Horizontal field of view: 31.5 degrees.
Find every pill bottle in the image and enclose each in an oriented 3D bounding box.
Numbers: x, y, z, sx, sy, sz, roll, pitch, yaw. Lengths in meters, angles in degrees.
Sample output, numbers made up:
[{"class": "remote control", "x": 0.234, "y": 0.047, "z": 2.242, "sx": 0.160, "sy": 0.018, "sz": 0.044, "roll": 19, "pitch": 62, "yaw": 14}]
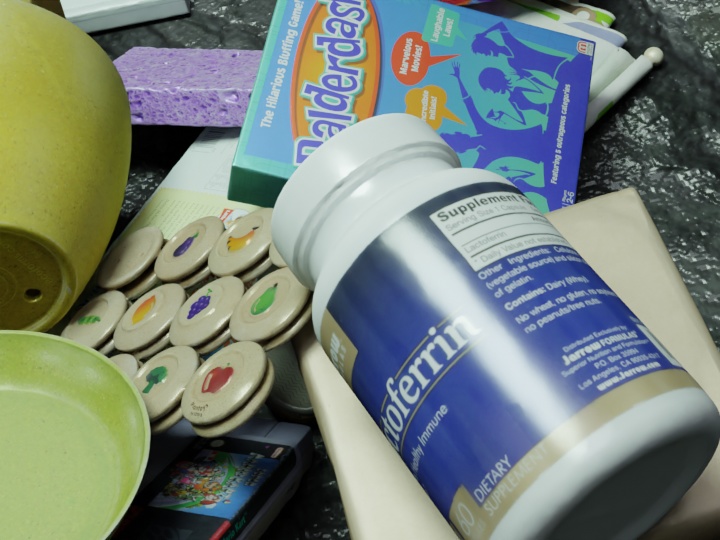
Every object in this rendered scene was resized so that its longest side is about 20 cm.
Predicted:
[{"class": "pill bottle", "x": 0.050, "y": 0.029, "z": 0.555, "sx": 0.116, "sy": 0.116, "sz": 0.200, "roll": -31, "pitch": 58, "yaw": -12}]

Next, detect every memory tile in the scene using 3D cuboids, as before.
[{"class": "memory tile", "x": -0.099, "y": 0.025, "z": 0.688, "sx": 0.200, "sy": 0.017, "sz": 0.154, "roll": -8, "pitch": 43, "yaw": 43}]

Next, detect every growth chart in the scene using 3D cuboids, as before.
[{"class": "growth chart", "x": 0.109, "y": -0.162, "z": 0.891, "sx": 0.145, "sy": 0.018, "sz": 0.200, "roll": -37, "pitch": 53, "yaw": -28}]

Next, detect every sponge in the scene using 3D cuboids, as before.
[{"class": "sponge", "x": -0.088, "y": -0.126, "z": 0.877, "sx": 0.199, "sy": 0.030, "sz": 0.112, "roll": 4, "pitch": 23, "yaw": 15}]

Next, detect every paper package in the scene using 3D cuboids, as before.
[{"class": "paper package", "x": 0.079, "y": 0.081, "z": 0.647, "sx": 0.199, "sy": 0.104, "sz": 0.191, "roll": -18, "pitch": 58, "yaw": -1}]

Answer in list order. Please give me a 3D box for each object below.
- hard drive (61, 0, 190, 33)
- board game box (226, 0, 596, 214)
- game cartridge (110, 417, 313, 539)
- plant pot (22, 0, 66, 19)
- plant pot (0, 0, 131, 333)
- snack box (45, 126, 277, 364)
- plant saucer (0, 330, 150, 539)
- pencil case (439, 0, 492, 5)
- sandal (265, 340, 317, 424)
[{"class": "hard drive", "x": -0.238, "y": -0.237, "z": 1.032, "sx": 0.199, "sy": 0.026, "sz": 0.132, "roll": -11, "pitch": 51, "yaw": 5}, {"class": "board game box", "x": 0.034, "y": -0.092, "z": 0.770, "sx": 0.199, "sy": 0.045, "sz": 0.153, "roll": 13, "pitch": 63, "yaw": -3}, {"class": "game cartridge", "x": -0.112, "y": 0.119, "z": 0.649, "sx": 0.129, "sy": 0.039, "sz": 0.200, "roll": 2, "pitch": 17, "yaw": 17}, {"class": "plant pot", "x": -0.301, "y": -0.133, "z": 0.864, "sx": 0.199, "sy": 0.195, "sz": 0.196, "roll": -5, "pitch": 51, "yaw": 2}, {"class": "plant pot", "x": -0.225, "y": -0.039, "z": 0.750, "sx": 0.199, "sy": 0.200, "sz": 0.142, "roll": -18, "pitch": 48, "yaw": -3}, {"class": "snack box", "x": -0.097, "y": -0.012, "z": 0.801, "sx": 0.116, "sy": 0.037, "sz": 0.200, "roll": 11, "pitch": 54, "yaw": 36}, {"class": "plant saucer", "x": -0.193, "y": 0.102, "z": 0.585, "sx": 0.199, "sy": 0.031, "sz": 0.200, "roll": -4, "pitch": 37, "yaw": 3}, {"class": "pencil case", "x": 0.062, "y": -0.219, "z": 0.887, "sx": 0.199, "sy": 0.089, "sz": 0.089, "roll": -12, "pitch": 50, "yaw": -8}, {"class": "sandal", "x": 0.000, "y": 0.000, "z": 0.769, "sx": 0.082, "sy": 0.055, "sz": 0.200, "roll": 28, "pitch": 69, "yaw": 30}]
